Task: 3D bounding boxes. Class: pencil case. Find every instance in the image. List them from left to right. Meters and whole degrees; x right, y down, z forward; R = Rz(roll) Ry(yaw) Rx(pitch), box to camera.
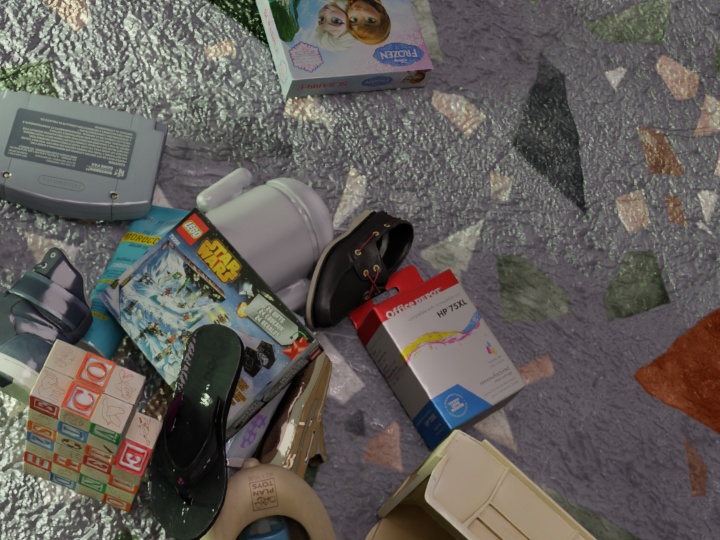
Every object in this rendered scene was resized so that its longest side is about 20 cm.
[{"bbox_3d":[-0.122,0.131,1.193,0.082,0.091,0.202,29,70,-7],"label":"pencil case"}]

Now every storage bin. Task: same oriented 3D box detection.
[{"bbox_3d":[0.116,0.279,1.152,0.198,0.200,0.094,41,57,6],"label":"storage bin"}]

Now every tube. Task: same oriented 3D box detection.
[{"bbox_3d":[-0.247,0.009,1.259,0.076,0.051,0.202,13,55,17],"label":"tube"}]

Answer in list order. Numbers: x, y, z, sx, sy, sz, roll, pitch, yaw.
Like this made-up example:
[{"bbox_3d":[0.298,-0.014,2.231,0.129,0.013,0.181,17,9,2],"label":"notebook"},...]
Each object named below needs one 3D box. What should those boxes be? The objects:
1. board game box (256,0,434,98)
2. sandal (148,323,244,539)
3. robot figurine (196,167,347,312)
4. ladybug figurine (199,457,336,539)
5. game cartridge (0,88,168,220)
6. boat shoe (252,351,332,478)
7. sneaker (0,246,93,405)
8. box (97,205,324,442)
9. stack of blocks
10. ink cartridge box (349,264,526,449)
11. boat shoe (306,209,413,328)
[{"bbox_3d":[-0.027,-0.322,1.508,0.197,0.041,0.202,-9,67,-22],"label":"board game box"},{"bbox_3d":[-0.156,0.144,1.079,0.074,0.048,0.203,2,71,13],"label":"sandal"},{"bbox_3d":[-0.110,-0.029,1.286,0.199,0.113,0.171,-29,88,-29],"label":"robot figurine"},{"bbox_3d":[-0.090,0.276,1.128,0.134,0.072,0.203,-8,97,-16],"label":"ladybug figurine"},{"bbox_3d":[-0.322,-0.125,1.302,0.197,0.042,0.135,11,64,-7],"label":"game cartridge"},{"bbox_3d":[-0.066,0.179,1.229,0.076,0.072,0.202,31,66,-17],"label":"boat shoe"},{"bbox_3d":[-0.363,0.031,1.173,0.200,0.077,0.147,25,65,10],"label":"sneaker"},{"bbox_3d":[-0.149,0.052,1.160,0.137,0.040,0.200,-42,66,-4],"label":"box"},{"bbox_3d":[-0.247,0.150,1.097,0.114,0.200,0.059,23,58,-5],"label":"stack of blocks"},{"bbox_3d":[0.079,0.081,1.320,0.115,0.067,0.201,-26,74,-28],"label":"ink cartridge box"},{"bbox_3d":[0.000,-0.002,1.301,0.062,0.075,0.202,12,36,21],"label":"boat shoe"}]
